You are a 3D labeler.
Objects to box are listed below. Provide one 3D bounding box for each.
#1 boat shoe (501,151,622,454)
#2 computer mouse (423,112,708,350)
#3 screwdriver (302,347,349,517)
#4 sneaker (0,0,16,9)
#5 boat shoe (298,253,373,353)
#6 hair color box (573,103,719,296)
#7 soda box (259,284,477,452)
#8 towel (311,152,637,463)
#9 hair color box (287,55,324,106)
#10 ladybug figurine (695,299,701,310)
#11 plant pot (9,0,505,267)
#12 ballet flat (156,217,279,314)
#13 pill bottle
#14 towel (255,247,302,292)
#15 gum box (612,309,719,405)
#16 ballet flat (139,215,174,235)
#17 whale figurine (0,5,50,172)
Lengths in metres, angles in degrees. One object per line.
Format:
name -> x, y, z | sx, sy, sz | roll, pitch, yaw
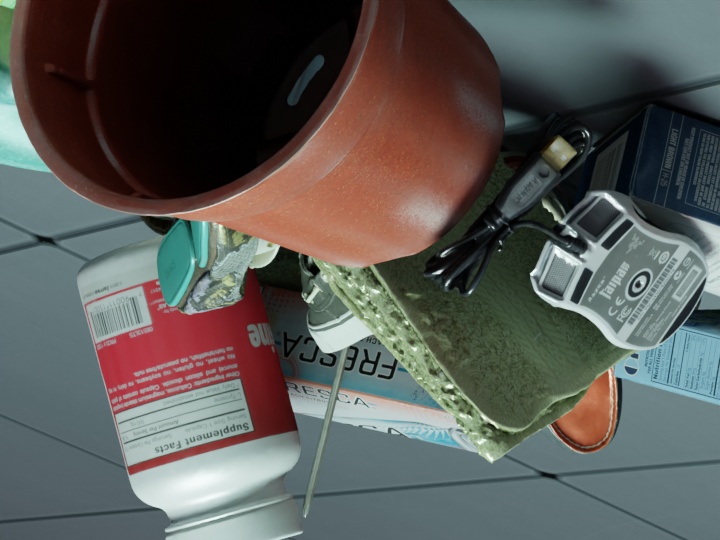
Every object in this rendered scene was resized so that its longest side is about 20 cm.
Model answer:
boat shoe -> 0.113, 0.027, 1.644 | 0.071, 0.200, 0.063 | -20, -156, -6
computer mouse -> 0.116, -0.011, 1.477 | 0.044, 0.110, 0.200 | 38, -175, 37
screwdriver -> -0.014, 0.057, 1.775 | 0.029, 0.200, 0.028 | 25, 170, -40
sneaker -> -0.180, -0.171, 1.443 | 0.084, 0.074, 0.200 | -8, 142, 45
boat shoe -> 0.000, 0.000, 1.631 | 0.064, 0.071, 0.200 | 50, 165, -4
hair color box -> 0.228, -0.023, 1.570 | 0.200, 0.061, 0.100 | 19, 161, -12
soda box -> -0.005, 0.062, 1.837 | 0.200, 0.064, 0.068 | 12, 159, 17
towel -> 0.055, -0.005, 1.524 | 0.200, 0.148, 0.036 | 50, 140, 4
hair color box -> -0.027, -0.069, 1.633 | 0.099, 0.061, 0.200 | 4, 158, 31
ladybug figurine -> 0.109, 0.018, 1.732 | 0.200, 0.072, 0.136 | 8, 150, 6
plant pot -> -0.035, -0.096, 1.378 | 0.201, 0.201, 0.195 | 4, 166, 30
ballet flat -> -0.075, -0.026, 1.623 | 0.072, 0.072, 0.200 | 17, 163, -5
pill bottle -> -0.102, 0.080, 1.763 | 0.112, 0.200, 0.112 | -15, 176, -1
towel -> -0.002, 0.021, 1.895 | 0.200, 0.037, 0.148 | 1, 155, 38
gum box -> 0.279, 0.063, 1.654 | 0.200, 0.045, 0.170 | 15, -170, 38
ballet flat -> -0.118, -0.073, 1.689 | 0.067, 0.062, 0.200 | 12, 161, 10
whale figurine -> -0.190, -0.092, 1.535 | 0.200, 0.104, 0.159 | 38, -179, -6
